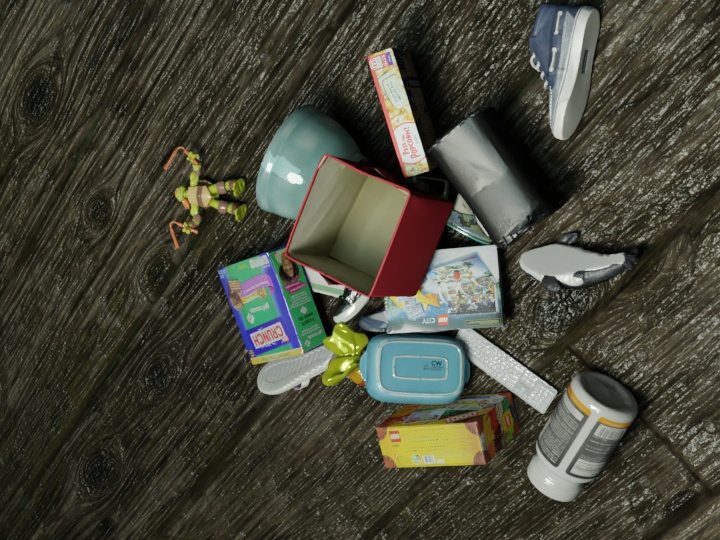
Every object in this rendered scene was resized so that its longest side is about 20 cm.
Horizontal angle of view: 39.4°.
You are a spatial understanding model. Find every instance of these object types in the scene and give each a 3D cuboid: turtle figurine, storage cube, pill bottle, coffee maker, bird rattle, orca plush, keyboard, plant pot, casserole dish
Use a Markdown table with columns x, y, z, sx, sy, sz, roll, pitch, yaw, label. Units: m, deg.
| x | y | z | sx | sy | sz | roll | pitch | yaw | label |
| --- | --- | --- | --- | --- | --- | --- | --- | --- | --- |
| -0.300 | -0.136 | 1.958 | 0.161 | 0.064 | 0.200 | 8 | 100 | 22 | turtle figurine |
| 0.016 | -0.067 | 1.617 | 0.171 | 0.180 | 0.200 | 26 | 101 | 25 | storage cube |
| 0.357 | 0.272 | 1.641 | 0.116 | 0.116 | 0.200 | 35 | 119 | 19 | pill bottle |
| 0.212 | -0.148 | 1.563 | 0.135 | 0.192 | 0.200 | -37 | 86 | 4 | coffee maker |
| 0.022 | 0.166 | 1.816 | 0.163 | 0.200 | 0.113 | 142 | 134 | -65 | bird rattle |
| 0.357 | -0.005 | 1.608 | 0.200 | 0.071 | 0.105 | -15 | 51 | 30 | orca plush |
| 0.247 | 0.169 | 1.742 | 0.200 | 0.011 | 0.056 | 36 | 120 | 18 | keyboard |
| -0.069 | -0.166 | 1.731 | 0.134 | 0.200 | 0.201 | 27 | 117 | 16 | plant pot |
| 0.099 | 0.168 | 1.730 | 0.039 | 0.200 | 0.121 | 151 | 122 | -74 | casserole dish |

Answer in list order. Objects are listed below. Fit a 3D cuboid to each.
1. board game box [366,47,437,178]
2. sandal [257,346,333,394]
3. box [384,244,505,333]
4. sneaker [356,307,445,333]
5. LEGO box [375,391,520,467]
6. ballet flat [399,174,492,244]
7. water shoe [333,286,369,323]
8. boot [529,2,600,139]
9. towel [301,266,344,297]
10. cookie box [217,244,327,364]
| x | y | z | sx | sy | sz | roll | pitch | yaw | label |
| --- | --- | --- | --- | --- | --- | --- | --- | --- | --- |
| 0.077 | -0.256 | 1.634 | 0.046 | 0.151 | 0.200 | -16 | 95 | 16 | board game box |
| -0.117 | 0.199 | 1.949 | 0.202 | 0.083 | 0.050 | -22 | 135 | 33 | sandal |
| 0.139 | 0.032 | 1.701 | 0.200 | 0.038 | 0.137 | -4 | 91 | 14 | box |
| 0.084 | 0.070 | 1.787 | 0.200 | 0.070 | 0.082 | -3 | 90 | 27 | sneaker |
| 0.153 | 0.277 | 1.748 | 0.200 | 0.149 | 0.077 | -9 | 99 | 33 | LEGO box |
| 0.145 | -0.113 | 1.689 | 0.200 | 0.074 | 0.074 | 27 | 117 | 20 | ballet flat |
| 0.000 | 0.000 | 1.782 | 0.079 | 0.072 | 0.200 | 36 | 97 | -8 | water shoe |
| 0.301 | -0.306 | 1.541 | 0.090 | 0.073 | 0.200 | 19 | 106 | 33 | boot |
| -0.038 | -0.049 | 1.848 | 0.149 | 0.031 | 0.200 | 14 | 109 | 25 | towel |
| -0.167 | 0.066 | 1.909 | 0.171 | 0.075 | 0.200 | -17 | 95 | 47 | cookie box |
